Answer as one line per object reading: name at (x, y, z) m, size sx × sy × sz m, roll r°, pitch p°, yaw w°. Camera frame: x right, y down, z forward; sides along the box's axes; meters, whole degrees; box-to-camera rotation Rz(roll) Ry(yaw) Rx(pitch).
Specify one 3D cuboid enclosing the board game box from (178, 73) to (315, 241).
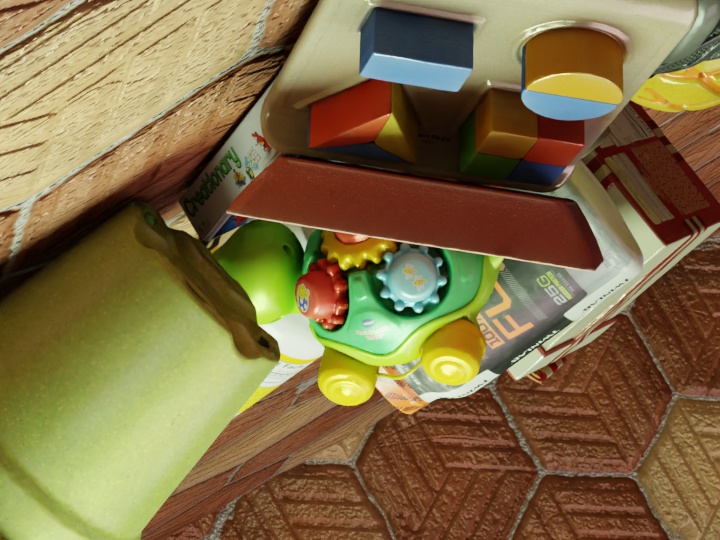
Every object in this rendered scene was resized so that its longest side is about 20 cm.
board game box at (-0.021, -0.090, 1.482) m, size 0.126 × 0.035 × 0.200 m, roll -27°, pitch 171°, yaw -30°

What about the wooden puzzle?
wooden puzzle at (0.057, -0.097, 1.300) m, size 0.184 × 0.047 × 0.200 m, roll 9°, pitch 151°, yaw -14°

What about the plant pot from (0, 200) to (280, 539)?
plant pot at (-0.155, 0.065, 1.491) m, size 0.184 × 0.201 × 0.200 m, roll -43°, pitch 170°, yaw 8°

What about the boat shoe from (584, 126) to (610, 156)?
boat shoe at (0.104, -0.114, 1.678) m, size 0.072 × 0.068 × 0.200 m, roll -38°, pitch -165°, yaw -16°

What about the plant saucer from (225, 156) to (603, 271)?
plant saucer at (0.039, -0.034, 1.397) m, size 0.198 × 0.037 × 0.200 m, roll 9°, pitch -178°, yaw 7°

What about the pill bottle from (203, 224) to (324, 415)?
pill bottle at (-0.077, 0.027, 1.718) m, size 0.200 × 0.112 × 0.111 m, roll -36°, pitch 170°, yaw 33°

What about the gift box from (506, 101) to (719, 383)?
gift box at (0.134, -0.037, 1.880) m, size 0.187 × 0.185 × 0.200 m, roll -43°, pitch 164°, yaw 26°

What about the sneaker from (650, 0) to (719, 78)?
sneaker at (0.181, -0.154, 1.379) m, size 0.114 × 0.077 × 0.199 m, roll -24°, pitch 175°, yaw -14°

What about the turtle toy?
turtle toy at (0.000, 0.000, 1.560) m, size 0.199 × 0.101 × 0.146 m, roll -12°, pitch -135°, yaw 27°

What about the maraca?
maraca at (0.229, -0.171, 1.625) m, size 0.137 × 0.107 × 0.200 m, roll -24°, pitch 169°, yaw -30°

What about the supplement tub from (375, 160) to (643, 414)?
supplement tub at (0.087, 0.005, 1.740) m, size 0.200 × 0.123 × 0.122 m, roll -37°, pitch 171°, yaw 12°
